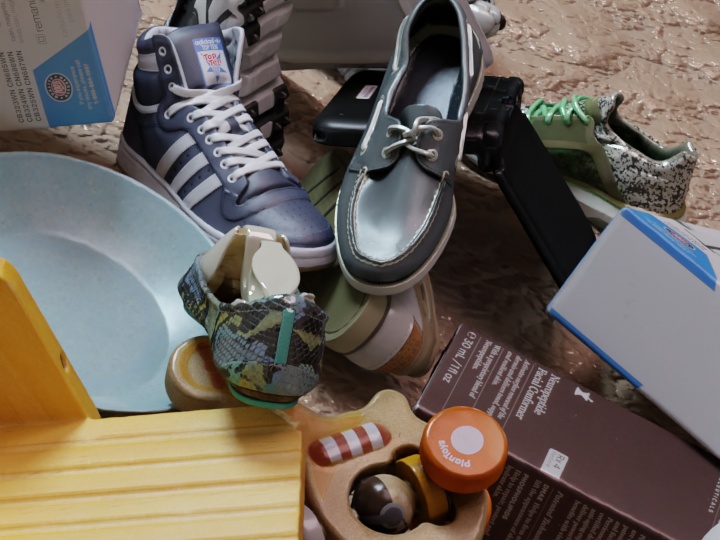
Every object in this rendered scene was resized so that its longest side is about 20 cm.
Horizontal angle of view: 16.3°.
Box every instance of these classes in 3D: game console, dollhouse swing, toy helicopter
[{"bbox_3d":[0.065,-0.055,1.627,0.175,0.117,0.200,3,14,7],"label":"game console"},{"bbox_3d":[-0.138,0.085,1.216,0.175,0.182,0.201,-17,33,13],"label":"dollhouse swing"},{"bbox_3d":[-0.027,0.105,1.346,0.199,0.079,0.132,32,57,15],"label":"toy helicopter"}]

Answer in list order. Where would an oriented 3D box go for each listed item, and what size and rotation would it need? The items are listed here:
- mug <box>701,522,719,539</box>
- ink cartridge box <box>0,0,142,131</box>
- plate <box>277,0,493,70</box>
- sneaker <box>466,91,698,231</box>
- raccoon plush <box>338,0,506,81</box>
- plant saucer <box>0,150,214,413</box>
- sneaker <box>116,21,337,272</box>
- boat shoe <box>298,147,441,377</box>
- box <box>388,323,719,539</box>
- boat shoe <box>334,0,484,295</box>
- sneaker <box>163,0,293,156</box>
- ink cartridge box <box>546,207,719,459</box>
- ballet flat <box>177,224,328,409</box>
[{"bbox_3d":[0.256,0.193,1.318,0.152,0.150,0.187,-4,55,-38],"label":"mug"},{"bbox_3d":[-0.246,-0.164,1.498,0.198,0.129,0.126,-5,38,9],"label":"ink cartridge box"},{"bbox_3d":[-0.033,-0.199,1.633,0.199,0.200,0.032,3,47,38],"label":"plate"},{"bbox_3d":[0.149,-0.097,1.743,0.199,0.089,0.077,26,33,4],"label":"sneaker"},{"bbox_3d":[0.006,-0.203,1.807,0.199,0.097,0.134,29,25,7],"label":"raccoon plush"},{"bbox_3d":[-0.162,0.015,1.424,0.200,0.039,0.202,19,38,-16],"label":"plant saucer"},{"bbox_3d":[-0.079,-0.080,1.518,0.070,0.109,0.200,-9,31,-38],"label":"sneaker"},{"bbox_3d":[0.000,0.000,1.540,0.068,0.075,0.200,35,23,-27],"label":"boat shoe"},{"bbox_3d":[0.118,0.123,1.433,0.199,0.075,0.100,28,33,3],"label":"box"},{"bbox_3d":[0.027,-0.078,1.478,0.072,0.062,0.201,9,55,14],"label":"boat shoe"},{"bbox_3d":[-0.089,-0.162,1.601,0.090,0.201,0.066,23,36,27],"label":"sneaker"},{"bbox_3d":[0.221,0.041,1.538,0.146,0.085,0.200,40,14,21],"label":"ink cartridge box"},{"bbox_3d":[-0.054,0.012,1.348,0.074,0.075,0.200,12,13,-18],"label":"ballet flat"}]
